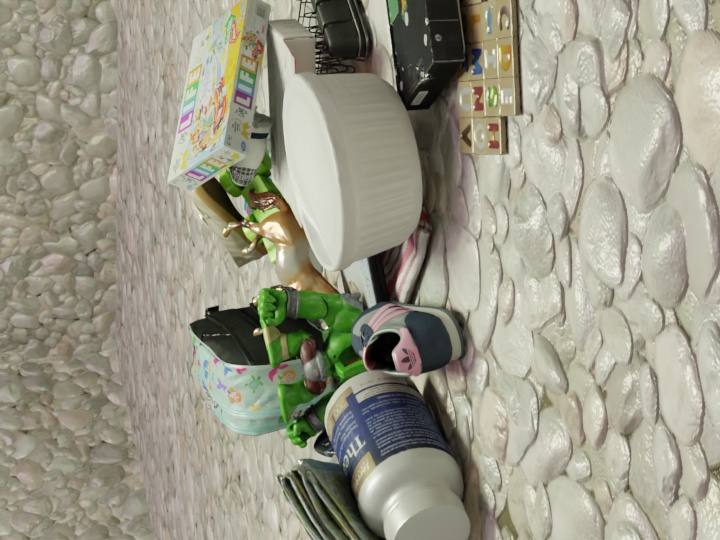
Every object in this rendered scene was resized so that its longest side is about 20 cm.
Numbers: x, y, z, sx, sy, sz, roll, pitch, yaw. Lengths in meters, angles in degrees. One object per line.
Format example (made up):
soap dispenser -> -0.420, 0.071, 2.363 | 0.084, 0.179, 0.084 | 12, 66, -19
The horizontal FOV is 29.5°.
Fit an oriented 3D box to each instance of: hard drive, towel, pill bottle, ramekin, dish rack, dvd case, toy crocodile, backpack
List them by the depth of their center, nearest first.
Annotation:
hard drive -> 0.056, -0.271, 1.310 | 0.140, 0.037, 0.203 | 131, 133, -73
ramekin -> -0.007, -0.106, 1.380 | 0.202, 0.093, 0.205 | 168, 90, -75
pill bottle -> 0.040, 0.202, 1.393 | 0.201, 0.109, 0.112 | -118, 28, -52
towel -> -0.002, 0.275, 1.413 | 0.172, 0.048, 0.200 | 51, -174, 19
towel -> 0.027, -0.066, 1.500 | 0.147, 0.029, 0.202 | 104, 155, -49
dvd case -> 0.000, 0.000, 1.563 | 0.200, 0.017, 0.145 | -136, 34, -71
dish rack -> -0.044, -0.254, 1.645 | 0.201, 0.054, 0.155 | 103, 156, -51
toy crocodile -> -0.123, -0.093, 1.739 | 0.067, 0.061, 0.202 | -38, 63, 23
backpack -> -0.126, 0.131, 1.817 | 0.199, 0.175, 0.153 | 22, 120, 60

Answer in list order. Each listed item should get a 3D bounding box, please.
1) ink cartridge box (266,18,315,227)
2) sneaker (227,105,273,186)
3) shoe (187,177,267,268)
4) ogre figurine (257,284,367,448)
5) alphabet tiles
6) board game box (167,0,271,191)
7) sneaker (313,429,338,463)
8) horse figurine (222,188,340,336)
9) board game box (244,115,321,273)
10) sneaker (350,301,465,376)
ink cartridge box -> -0.072, -0.174, 1.594 | 0.176, 0.044, 0.203 | -124, 30, -62
sneaker -> -0.162, -0.168, 1.705 | 0.200, 0.075, 0.082 | -125, 42, -67
shoe -> -0.178, -0.061, 1.763 | 0.070, 0.053, 0.200 | 63, -173, 34
ogre figurine -> -0.044, 0.103, 1.563 | 0.098, 0.118, 0.203 | -138, 36, -80
alphabet tiles -> 0.106, -0.206, 1.235 | 0.167, 0.007, 0.203 | -162, 69, -72
board game box -> -0.167, -0.208, 1.616 | 0.134, 0.034, 0.203 | -25, 52, 50
sneaker -> 0.023, 0.220, 1.555 | 0.077, 0.076, 0.199 | 52, 165, -22
horse figurine -> -0.094, -0.011, 1.655 | 0.131, 0.050, 0.203 | -19, 85, 34
board game box -> -0.104, -0.105, 1.868 | 0.200, 0.063, 0.149 | -121, 32, -56
sneaker -> 0.024, 0.074, 1.401 | 0.199, 0.081, 0.071 | -10, 99, 63
